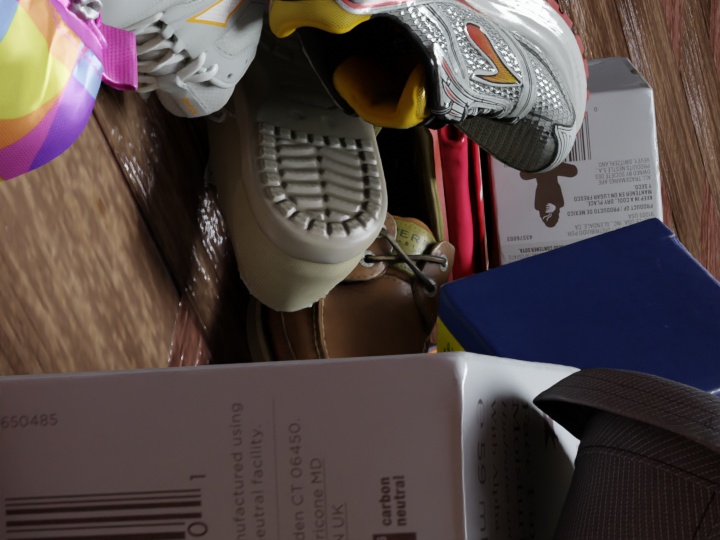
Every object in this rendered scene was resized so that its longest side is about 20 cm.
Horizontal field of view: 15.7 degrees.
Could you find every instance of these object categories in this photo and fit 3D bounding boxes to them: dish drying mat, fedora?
[{"bbox_3d":[0.048,-0.028,1.207,0.200,0.018,0.077,81,4,-56],"label":"dish drying mat"},{"bbox_3d":[0.119,0.109,0.827,0.090,0.177,0.200,-60,164,-10],"label":"fedora"}]

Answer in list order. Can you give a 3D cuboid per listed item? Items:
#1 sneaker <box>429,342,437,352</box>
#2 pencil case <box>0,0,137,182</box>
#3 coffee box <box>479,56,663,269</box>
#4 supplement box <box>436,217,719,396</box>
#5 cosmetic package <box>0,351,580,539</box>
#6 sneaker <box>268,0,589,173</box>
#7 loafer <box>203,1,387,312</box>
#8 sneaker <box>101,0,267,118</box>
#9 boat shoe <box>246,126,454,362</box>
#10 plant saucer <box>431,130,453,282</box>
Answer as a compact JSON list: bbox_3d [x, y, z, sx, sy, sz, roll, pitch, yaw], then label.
[{"bbox_3d":[0.035,0.092,1.226,0.200,0.078,0.112,45,44,-66],"label":"sneaker"},{"bbox_3d":[-0.133,-0.100,0.695,0.200,0.088,0.088,57,31,-56],"label":"pencil case"},{"bbox_3d":[0.101,0.008,1.230,0.114,0.080,0.200,-87,171,-78],"label":"coffee box"},{"bbox_3d":[0.100,0.098,1.089,0.109,0.109,0.200,50,-31,44],"label":"supplement box"},{"bbox_3d":[-0.015,0.115,0.885,0.200,0.165,0.165,10,76,-74],"label":"cosmetic package"},{"bbox_3d":[0.021,-0.083,1.014,0.200,0.078,0.082,36,60,-48],"label":"sneaker"},{"bbox_3d":[-0.032,-0.062,1.062,0.200,0.076,0.068,-90,-157,-48],"label":"loafer"},{"bbox_3d":[-0.068,-0.095,0.942,0.200,0.076,0.092,-46,133,-68],"label":"sneaker"},{"bbox_3d":[0.000,0.000,1.086,0.072,0.068,0.200,31,32,-29],"label":"boat shoe"},{"bbox_3d":[0.022,-0.111,1.319,0.200,0.037,0.200,-74,153,-51],"label":"plant saucer"}]
